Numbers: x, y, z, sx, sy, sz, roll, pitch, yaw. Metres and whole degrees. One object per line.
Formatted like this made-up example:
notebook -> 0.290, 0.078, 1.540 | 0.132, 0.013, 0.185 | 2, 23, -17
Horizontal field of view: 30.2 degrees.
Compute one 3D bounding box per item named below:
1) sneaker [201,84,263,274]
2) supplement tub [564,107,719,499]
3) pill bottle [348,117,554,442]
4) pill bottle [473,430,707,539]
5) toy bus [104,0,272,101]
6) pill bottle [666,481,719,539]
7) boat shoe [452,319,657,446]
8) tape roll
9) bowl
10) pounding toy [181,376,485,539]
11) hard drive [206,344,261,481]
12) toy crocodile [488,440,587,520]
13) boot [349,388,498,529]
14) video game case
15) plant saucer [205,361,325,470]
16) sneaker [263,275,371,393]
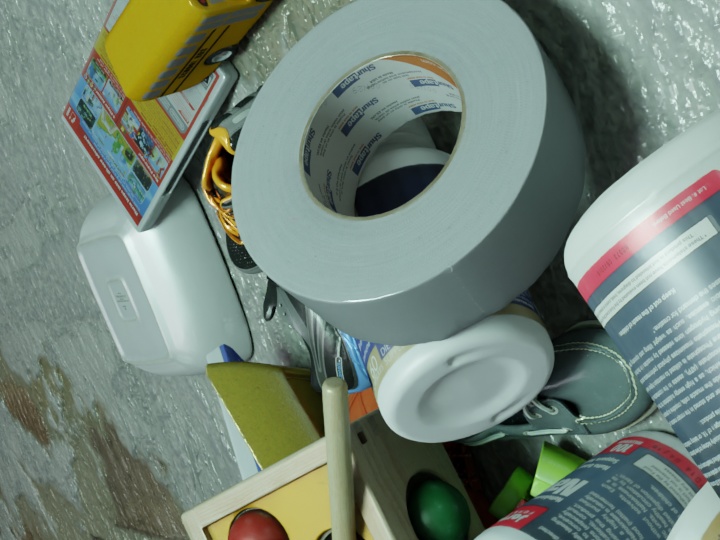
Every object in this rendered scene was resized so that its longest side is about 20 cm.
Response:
sneaker -> -0.091, -0.067, 1.058 | 0.078, 0.077, 0.201 | 45, 146, 26
supplement tub -> 0.199, 0.032, 0.614 | 0.201, 0.139, 0.141 | 57, 149, 12
pill bottle -> 0.036, -0.005, 0.837 | 0.112, 0.110, 0.202 | 105, 151, -48
pill bottle -> 0.126, 0.190, 0.785 | 0.119, 0.199, 0.121 | 35, 139, 38
toy bus -> -0.122, -0.199, 0.995 | 0.200, 0.078, 0.066 | -33, 79, 58
pill bottle -> 0.255, 0.190, 0.671 | 0.199, 0.114, 0.116 | 31, 137, 43
boat shoe -> 0.115, 0.082, 0.859 | 0.199, 0.061, 0.074 | -19, 94, 59
tape roll -> 0.025, -0.062, 0.760 | 0.200, 0.201, 0.066 | 37, 178, 38
bowl -> -0.200, 0.015, 1.291 | 0.199, 0.074, 0.202 | -8, 106, 57
pounding toy -> -0.009, 0.174, 0.867 | 0.199, 0.142, 0.186 | -31, 83, 33
hard drive -> -0.065, 0.165, 1.099 | 0.132, 0.025, 0.201 | 52, -172, -38
toy crocodile -> 0.098, 0.203, 0.922 | 0.067, 0.062, 0.201 | 36, 112, 11
boot -> 0.056, 0.151, 0.997 | 0.201, 0.074, 0.108 | 52, 143, 22
video game case -> -0.187, -0.150, 1.153 | 0.144, 0.017, 0.200 | 54, 133, 18
plant saucer -> -0.032, 0.152, 1.082 | 0.201, 0.048, 0.200 | 59, -174, 10
sneaker -> -0.044, -0.008, 0.922 | 0.082, 0.071, 0.202 | -26, 84, 31
